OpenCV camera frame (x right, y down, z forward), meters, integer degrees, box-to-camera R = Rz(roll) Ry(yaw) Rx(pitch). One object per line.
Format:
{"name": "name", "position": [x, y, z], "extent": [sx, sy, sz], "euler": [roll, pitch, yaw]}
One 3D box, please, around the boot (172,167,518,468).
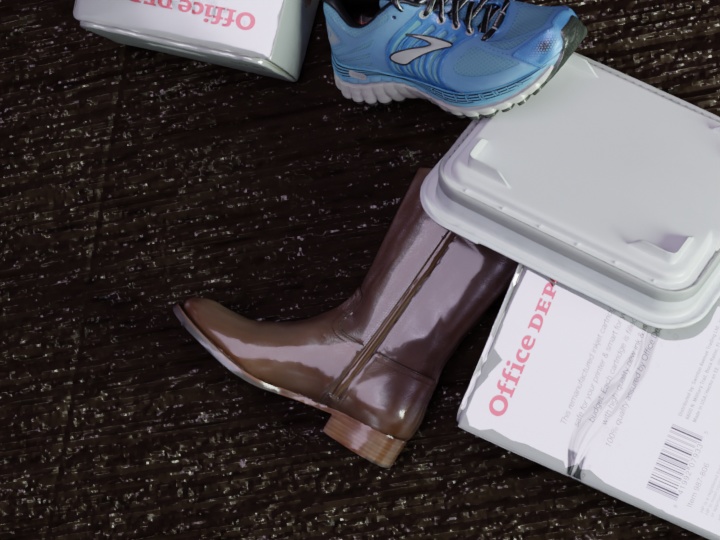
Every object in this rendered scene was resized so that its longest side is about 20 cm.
{"name": "boot", "position": [0.000, 0.000, 1.564], "extent": [0.186, 0.064, 0.201], "euler": [32, 96, 2]}

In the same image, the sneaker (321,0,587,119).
{"name": "sneaker", "position": [0.050, -0.154, 1.515], "extent": [0.199, 0.090, 0.078], "euler": [3, 42, 38]}

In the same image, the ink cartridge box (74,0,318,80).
{"name": "ink cartridge box", "position": [-0.094, -0.241, 1.596], "extent": [0.144, 0.083, 0.201], "euler": [13, 87, 15]}

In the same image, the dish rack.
{"name": "dish rack", "position": [0.156, -0.063, 1.490], "extent": [0.199, 0.044, 0.172], "euler": [27, 52, 18]}

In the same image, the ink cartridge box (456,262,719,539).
{"name": "ink cartridge box", "position": [0.181, 0.072, 1.499], "extent": [0.199, 0.084, 0.145], "euler": [23, 89, 15]}
